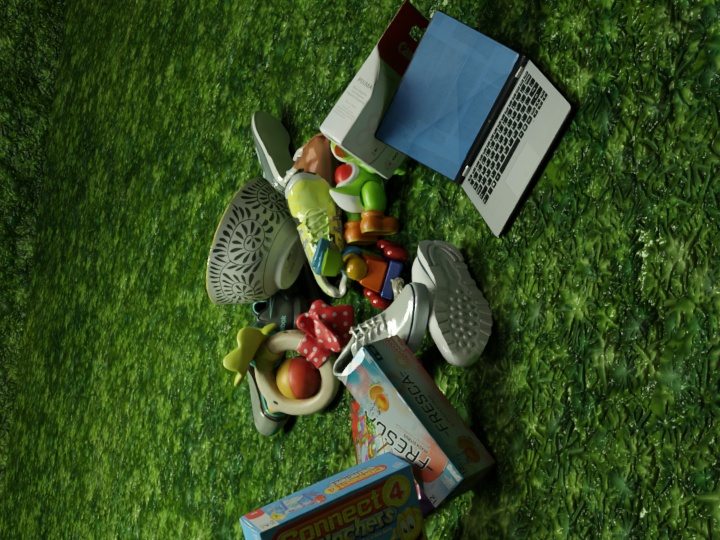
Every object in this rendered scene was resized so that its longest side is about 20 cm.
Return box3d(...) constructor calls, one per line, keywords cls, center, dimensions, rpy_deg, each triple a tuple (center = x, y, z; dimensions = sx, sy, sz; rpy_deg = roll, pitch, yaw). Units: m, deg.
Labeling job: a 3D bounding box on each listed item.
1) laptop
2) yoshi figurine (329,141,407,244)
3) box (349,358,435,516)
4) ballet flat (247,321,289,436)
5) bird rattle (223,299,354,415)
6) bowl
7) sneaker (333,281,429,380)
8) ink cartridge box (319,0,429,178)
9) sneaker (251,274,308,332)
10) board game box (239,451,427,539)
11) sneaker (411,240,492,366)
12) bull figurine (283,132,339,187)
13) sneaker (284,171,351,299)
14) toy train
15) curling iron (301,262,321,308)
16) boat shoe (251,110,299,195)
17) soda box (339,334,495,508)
box3d(cls="laptop", center=(0.132, -0.179, 1.465), dimensions=(0.188, 0.115, 0.200), rpy_deg=(-63, 31, 26))
box3d(cls="yoshi figurine", center=(0.015, -0.142, 1.722), dimensions=(0.112, 0.112, 0.201), rpy_deg=(41, -141, -77))
box3d(cls="box", center=(0.043, 0.229, 1.546), dimensions=(0.137, 0.039, 0.201), rpy_deg=(-46, 41, 43))
box3d(cls="ballet flat", center=(-0.156, 0.172, 1.910), dimensions=(0.064, 0.067, 0.201), rpy_deg=(120, 148, -43))
box3d(cls="bird rattle", center=(-0.089, 0.129, 1.746), dimensions=(0.113, 0.199, 0.164), rpy_deg=(-72, -31, -69))
box3d(cls="bowl", center=(-0.138, -0.028, 1.776), dimensions=(0.201, 0.094, 0.201), rpy_deg=(-58, -20, -35))
box3d(cls="sneaker", center=(0.024, 0.087, 1.497), dimensions=(0.200, 0.070, 0.073), rpy_deg=(119, 150, -42))
box3d(cls="ink cartridge box", center=(0.048, -0.232, 1.583), dimensions=(0.057, 0.162, 0.200), rpy_deg=(42, 97, 28))
box3d(cls="sneaker", center=(-0.130, 0.035, 1.873), dimensions=(0.200, 0.079, 0.076), rpy_deg=(-111, 26, -63))
box3d(cls="board game box", center=(-0.017, 0.337, 1.372), dimensions=(0.056, 0.199, 0.197), rpy_deg=(17, 124, 60))
box3d(cls="sneaker", center=(0.106, 0.052, 1.481), dimensions=(0.201, 0.076, 0.081), rpy_deg=(-101, 27, -48))
box3d(cls="bull figurine", center=(-0.068, -0.110, 1.857), dimensions=(0.121, 0.065, 0.201), rpy_deg=(-20, 64, 55))
box3d(cls="sneaker", center=(-0.050, -0.050, 1.715), dimensions=(0.076, 0.075, 0.201), rpy_deg=(-115, 3, -59))
box3d(cls="toy train", center=(0.000, 0.000, 1.589), dimensions=(0.200, 0.115, 0.085), rpy_deg=(-129, 54, -80))
box3d(cls="curling iron", center=(-0.073, 0.061, 1.841), dimensions=(0.050, 0.025, 0.201), rpy_deg=(-51, 37, 35))
box3d(cls="boat shoe", center=(-0.155, -0.194, 2.049), dimensions=(0.062, 0.073, 0.201), rpy_deg=(-52, 42, 32))
box3d(cls="soda box", center=(0.065, 0.174, 1.410), dimensions=(0.200, 0.068, 0.064), rpy_deg=(52, 129, 21))
